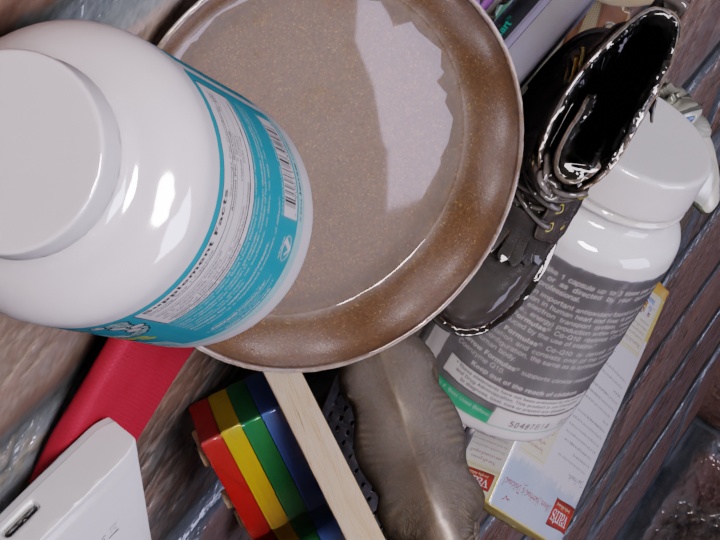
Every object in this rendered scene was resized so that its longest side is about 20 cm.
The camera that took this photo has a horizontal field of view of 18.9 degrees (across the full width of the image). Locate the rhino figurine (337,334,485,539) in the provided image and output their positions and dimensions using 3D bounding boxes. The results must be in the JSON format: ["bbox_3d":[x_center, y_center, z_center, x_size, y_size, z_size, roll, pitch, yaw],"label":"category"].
[{"bbox_3d":[0.035,0.120,1.144,0.060,0.200,0.087,-17,152,-5],"label":"rhino figurine"}]

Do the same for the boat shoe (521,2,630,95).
[{"bbox_3d":[0.138,-0.126,1.343,0.200,0.072,0.076,-56,173,-36],"label":"boat shoe"}]

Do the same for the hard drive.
[{"bbox_3d":[-0.157,0.167,1.086,0.132,0.027,0.200,-45,159,-24],"label":"hard drive"}]

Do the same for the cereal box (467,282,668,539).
[{"bbox_3d":[0.136,0.078,1.464,0.200,0.039,0.144,-65,151,-8],"label":"cereal box"}]

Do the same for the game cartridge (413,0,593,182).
[{"bbox_3d":[0.071,-0.104,1.116,0.200,0.038,0.130,-49,175,-24],"label":"game cartridge"}]

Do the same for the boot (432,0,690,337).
[{"bbox_3d":[0.090,-0.050,1.070,0.200,0.069,0.174,-60,-178,5],"label":"boot"}]

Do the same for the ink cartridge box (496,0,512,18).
[{"bbox_3d":[0.075,-0.129,1.333,0.161,0.050,0.200,-65,163,10],"label":"ink cartridge box"}]

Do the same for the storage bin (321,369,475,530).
[{"bbox_3d":[0.020,0.107,1.401,0.135,0.094,0.200,-63,177,-50],"label":"storage bin"}]

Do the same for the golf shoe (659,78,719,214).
[{"bbox_3d":[0.134,-0.039,1.375,0.078,0.200,0.097,-83,149,-67],"label":"golf shoe"}]

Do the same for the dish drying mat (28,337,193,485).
[{"bbox_3d":[-0.092,0.019,1.038,0.200,0.018,0.077,-58,161,18],"label":"dish drying mat"}]

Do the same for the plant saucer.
[{"bbox_3d":[-0.021,-0.051,0.975,0.200,0.032,0.201,-10,116,-22],"label":"plant saucer"}]

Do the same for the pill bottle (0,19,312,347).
[{"bbox_3d":[-0.094,-0.031,0.811,0.111,0.111,0.200,-62,165,2],"label":"pill bottle"}]

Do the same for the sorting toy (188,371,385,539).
[{"bbox_3d":[-0.031,0.139,1.198,0.070,0.200,0.199,-26,163,-4],"label":"sorting toy"}]

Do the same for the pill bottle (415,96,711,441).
[{"bbox_3d":[0.113,-0.006,1.248,0.113,0.113,0.200,-42,164,-53],"label":"pill bottle"}]

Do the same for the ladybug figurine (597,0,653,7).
[{"bbox_3d":[0.142,-0.244,1.204,0.072,0.136,0.200,-109,-176,-55],"label":"ladybug figurine"}]

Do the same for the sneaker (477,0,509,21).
[{"bbox_3d":[0.018,-0.136,1.070,0.200,0.081,0.083,-58,159,-12],"label":"sneaker"}]
